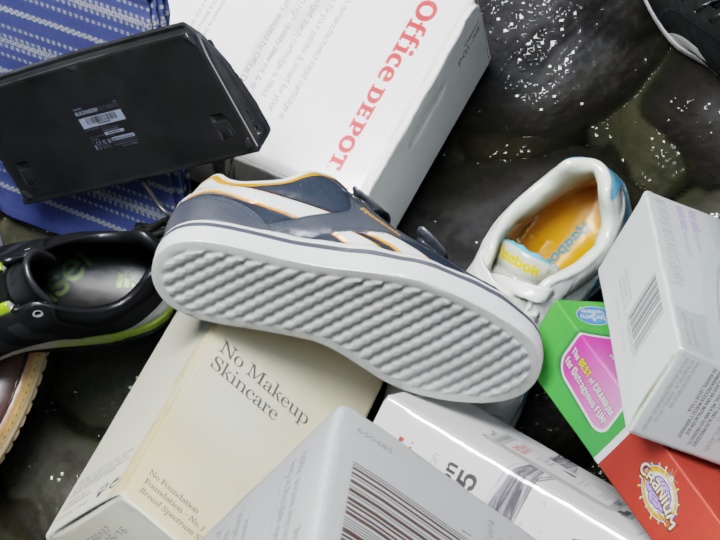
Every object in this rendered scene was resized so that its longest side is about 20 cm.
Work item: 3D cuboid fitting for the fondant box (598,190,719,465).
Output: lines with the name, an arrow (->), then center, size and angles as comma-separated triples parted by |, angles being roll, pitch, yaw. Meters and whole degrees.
fondant box -> 0.224, 0.050, 1.246 | 0.200, 0.058, 0.144 | 21, 30, -14

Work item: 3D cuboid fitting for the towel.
towel -> -0.154, -0.091, 1.376 | 0.145, 0.200, 0.024 | 19, 45, 26

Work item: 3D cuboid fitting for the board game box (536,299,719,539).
board game box -> 0.192, 0.096, 1.247 | 0.153, 0.040, 0.200 | 3, 38, -37

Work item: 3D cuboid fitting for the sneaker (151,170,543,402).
sneaker -> 0.000, 0.000, 1.263 | 0.200, 0.078, 0.079 | 19, 40, -3

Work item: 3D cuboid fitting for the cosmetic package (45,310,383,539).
cosmetic package -> -0.067, 0.086, 1.291 | 0.104, 0.073, 0.200 | 42, 46, -16

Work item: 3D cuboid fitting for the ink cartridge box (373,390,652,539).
ink cartridge box -> 0.075, 0.169, 1.265 | 0.200, 0.083, 0.147 | 30, 101, 19

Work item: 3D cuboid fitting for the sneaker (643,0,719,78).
sneaker -> 0.219, -0.142, 1.380 | 0.073, 0.112, 0.200 | -33, 66, -6

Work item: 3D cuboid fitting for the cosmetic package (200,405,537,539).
cosmetic package -> -0.015, 0.208, 1.136 | 0.165, 0.200, 0.165 | 36, 30, -16

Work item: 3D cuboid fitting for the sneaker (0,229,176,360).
sneaker -> -0.189, 0.008, 1.326 | 0.200, 0.083, 0.072 | -12, 69, -12

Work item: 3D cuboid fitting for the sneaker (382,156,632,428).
sneaker -> 0.074, 0.023, 1.353 | 0.076, 0.081, 0.200 | 31, 77, 18

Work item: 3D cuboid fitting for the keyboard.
keyboard -> -0.121, -0.064, 1.339 | 0.200, 0.127, 0.021 | -9, 27, 45

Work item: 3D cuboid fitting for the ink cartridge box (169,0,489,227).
ink cartridge box -> -0.048, -0.115, 1.420 | 0.200, 0.083, 0.147 | 24, 74, 18

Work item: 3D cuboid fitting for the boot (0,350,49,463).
boot -> -0.271, 0.065, 1.360 | 0.166, 0.072, 0.200 | 29, 80, -16

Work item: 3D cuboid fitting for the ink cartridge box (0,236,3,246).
ink cartridge box -> -0.315, -0.022, 1.433 | 0.200, 0.084, 0.145 | -20, 66, 1
